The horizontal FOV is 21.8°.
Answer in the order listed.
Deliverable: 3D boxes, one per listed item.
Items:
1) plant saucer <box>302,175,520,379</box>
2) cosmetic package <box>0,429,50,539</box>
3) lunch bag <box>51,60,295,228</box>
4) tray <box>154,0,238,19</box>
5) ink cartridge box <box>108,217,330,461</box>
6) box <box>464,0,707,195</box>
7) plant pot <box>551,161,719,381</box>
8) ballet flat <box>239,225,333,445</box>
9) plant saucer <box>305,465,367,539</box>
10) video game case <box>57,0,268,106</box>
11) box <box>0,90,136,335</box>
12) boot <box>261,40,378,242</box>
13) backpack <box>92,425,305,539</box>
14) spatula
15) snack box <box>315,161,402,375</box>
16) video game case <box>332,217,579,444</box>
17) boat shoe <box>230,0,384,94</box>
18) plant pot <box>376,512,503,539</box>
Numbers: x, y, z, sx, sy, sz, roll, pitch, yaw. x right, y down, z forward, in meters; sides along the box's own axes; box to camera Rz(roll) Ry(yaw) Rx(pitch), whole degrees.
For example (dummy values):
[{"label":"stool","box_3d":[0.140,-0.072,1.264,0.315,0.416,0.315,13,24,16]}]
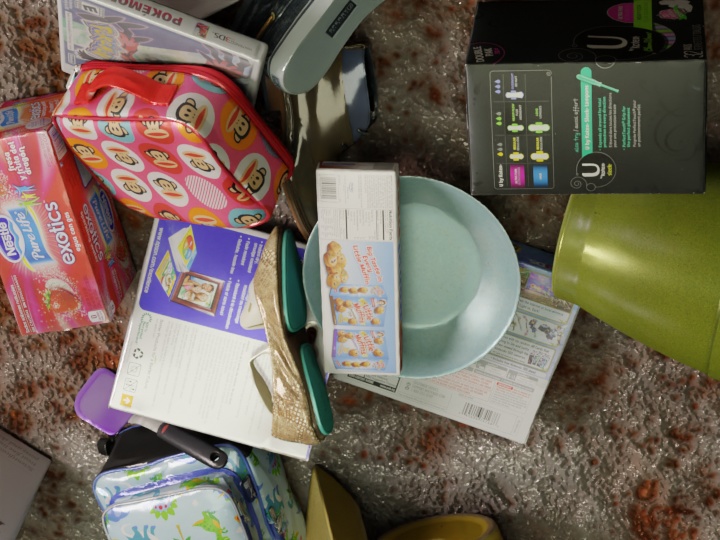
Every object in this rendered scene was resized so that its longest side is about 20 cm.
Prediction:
[{"label":"plant saucer","box_3d":[0.048,0.001,1.699,0.199,0.039,0.203,4,116,7]},{"label":"cosmetic package","box_3d":[-0.443,0.259,1.886,0.164,0.165,0.201,33,118,-9]},{"label":"lunch bag","box_3d":[-0.173,-0.118,1.633,0.199,0.082,0.176,8,151,39]},{"label":"tray","box_3d":[-0.110,-0.282,1.615,0.199,0.022,0.108,-25,74,20]},{"label":"ink cartridge box","box_3d":[-0.119,0.059,1.760,0.198,0.043,0.200,15,93,4]},{"label":"box","box_3d":[0.192,-0.149,1.586,0.198,0.149,0.126,0,118,9]},{"label":"plant pot","box_3d":[0.274,-0.016,1.634,0.191,0.201,0.202,17,119,14]},{"label":"ballet flat","box_3d":[-0.076,0.063,1.707,0.065,0.070,0.202,-11,88,17]},{"label":"plant saucer","box_3d":[-0.022,0.328,1.849,0.048,0.201,0.202,1,119,-11]},{"label":"video game case","box_3d":[-0.175,-0.184,1.621,0.181,0.200,0.023,20,74,-2]},{"label":"box","box_3d":[-0.289,-0.053,1.738,0.094,0.100,0.202,-8,116,15]},{"label":"boot","box_3d":[-0.023,-0.114,1.681,0.096,0.075,0.202,-7,114,15]},{"label":"backpack","box_3d":[-0.157,0.256,1.852,0.181,0.147,0.201,-15,117,18]},{"label":"spatula","box_3d":[-0.200,0.150,1.805,0.199,0.057,0.021,22,156,38]},{"label":"snack box","box_3d":[0.000,0.000,1.670,0.071,0.024,0.202,2,115,7]},{"label":"video game case","box_3d":[0.093,0.049,1.761,0.198,0.046,0.183,19,118,-1]},{"label":"boat shoe","box_3d":[-0.030,-0.253,1.610,0.201,0.091,0.071,-50,146,0]},{"label":"plant pot","box_3d":[0.088,0.351,1.846,0.199,0.201,0.191,-10,100,14]}]
